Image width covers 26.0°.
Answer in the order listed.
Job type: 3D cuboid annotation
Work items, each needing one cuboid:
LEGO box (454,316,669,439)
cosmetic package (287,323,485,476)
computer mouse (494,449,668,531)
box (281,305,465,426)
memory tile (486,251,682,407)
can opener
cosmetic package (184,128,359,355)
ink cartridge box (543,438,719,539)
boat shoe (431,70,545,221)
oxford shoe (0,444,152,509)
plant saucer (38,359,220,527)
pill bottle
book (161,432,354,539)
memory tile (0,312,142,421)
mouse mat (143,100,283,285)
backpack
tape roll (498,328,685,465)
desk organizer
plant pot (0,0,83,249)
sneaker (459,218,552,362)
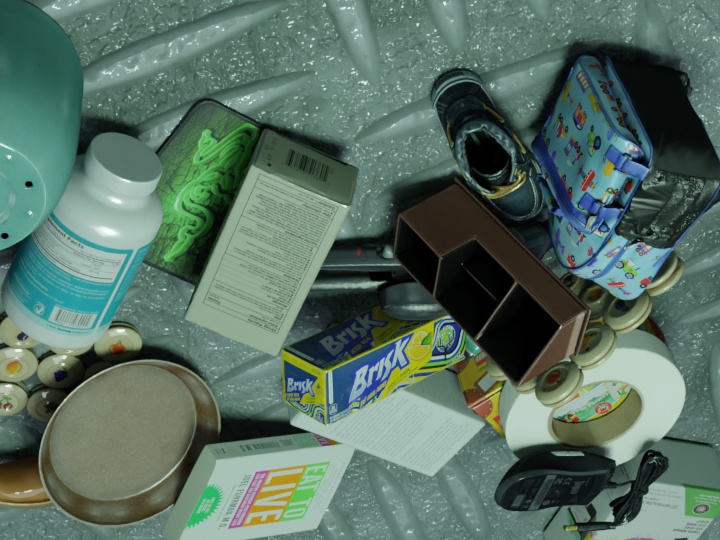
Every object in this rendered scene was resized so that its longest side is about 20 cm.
[{"bbox_3d":[0.229,0.110,1.720,0.200,0.077,0.149,-33,131,17],"label":"LEGO box"},{"bbox_3d":[0.026,0.144,1.704,0.200,0.071,0.101,24,122,-31],"label":"cosmetic package"},{"bbox_3d":[0.228,0.240,1.712,0.199,0.046,0.141,-4,139,-17],"label":"computer mouse"},{"bbox_3d":[0.016,0.084,1.578,0.200,0.070,0.065,-23,123,-38],"label":"box"},{"bbox_3d":[0.222,0.046,1.565,0.200,0.153,0.017,-47,116,-7],"label":"memory tile"},{"bbox_3d":[0.000,0.000,1.577,0.199,0.079,0.064,7,123,-3],"label":"can opener"},{"bbox_3d":[-0.086,-0.025,1.496,0.105,0.071,0.200,24,126,-8],"label":"cosmetic package"},{"bbox_3d":[0.338,0.300,1.918,0.144,0.084,0.200,11,129,-23],"label":"ink cartridge box"},{"bbox_3d":[0.129,-0.095,1.498,0.071,0.091,0.200,-28,132,12],"label":"boat shoe"},{"bbox_3d":[-0.318,0.205,1.684,0.199,0.071,0.071,-10,127,-20],"label":"oxford shoe"},{"bbox_3d":[-0.245,0.176,1.643,0.200,0.034,0.201,-14,121,-23],"label":"plant saucer"},{"bbox_3d":[-0.252,-0.031,1.448,0.110,0.111,0.200,15,127,-25],"label":"pill bottle"},{"bbox_3d":[-0.110,0.237,1.731,0.200,0.048,0.134,-2,131,-42],"label":"book"},{"bbox_3d":[-0.334,0.101,1.613,0.199,0.017,0.154,9,129,-21],"label":"memory tile"},{"bbox_3d":[-0.143,-0.066,1.515,0.161,0.008,0.200,25,121,-31],"label":"mouse mat"},{"bbox_3d":[0.238,-0.080,1.479,0.134,0.183,0.200,8,133,-21],"label":"backpack"},{"bbox_3d":[0.248,0.142,1.675,0.202,0.037,0.203,-8,134,-8],"label":"tape roll"},{"bbox_3d":[0.122,0.011,1.500,0.077,0.200,0.072,-28,148,-25],"label":"desk organizer"},{"bbox_3d":[-0.332,-0.110,1.320,0.200,0.161,0.201,-7,134,-7],"label":"plant pot"},{"bbox_3d":[0.144,0.023,1.629,0.087,0.075,0.200,-20,155,-35],"label":"sneaker"}]
